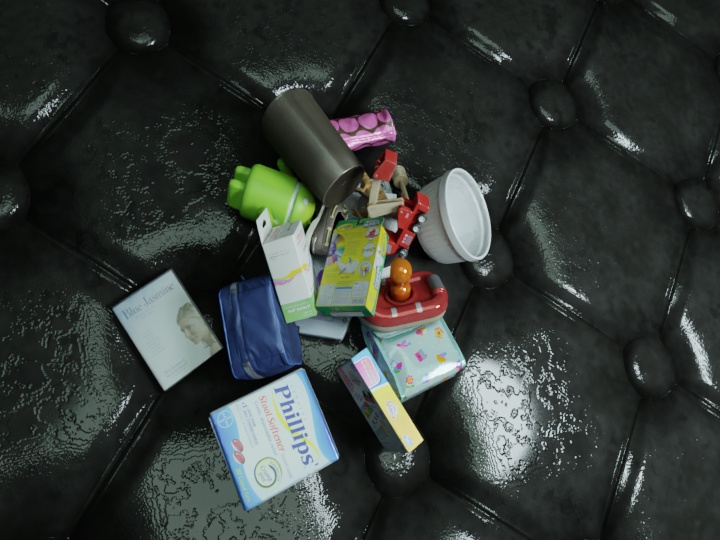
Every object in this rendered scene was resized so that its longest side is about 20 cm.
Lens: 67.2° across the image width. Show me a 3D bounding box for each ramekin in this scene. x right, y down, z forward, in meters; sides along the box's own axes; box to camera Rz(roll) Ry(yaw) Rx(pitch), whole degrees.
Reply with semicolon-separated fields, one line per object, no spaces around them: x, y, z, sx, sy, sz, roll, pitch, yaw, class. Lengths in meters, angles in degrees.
0.201;-0.112;1.211;0.197;0.103;0.208;22;60;-45;ramekin

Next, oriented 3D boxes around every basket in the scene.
-0.091;-0.245;1.120;0.135;0.180;0.202;-40;76;2;basket

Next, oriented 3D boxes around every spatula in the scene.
0.000;0.000;1.131;0.193;0.021;0.058;-19;79;0;spatula

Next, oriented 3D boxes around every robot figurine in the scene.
-0.184;-0.151;1.159;0.193;0.117;0.180;19;49;-7;robot figurine

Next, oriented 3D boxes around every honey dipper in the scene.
0.100;-0.170;1.220;0.036;0.039;0.203;4;39;-12;honey dipper

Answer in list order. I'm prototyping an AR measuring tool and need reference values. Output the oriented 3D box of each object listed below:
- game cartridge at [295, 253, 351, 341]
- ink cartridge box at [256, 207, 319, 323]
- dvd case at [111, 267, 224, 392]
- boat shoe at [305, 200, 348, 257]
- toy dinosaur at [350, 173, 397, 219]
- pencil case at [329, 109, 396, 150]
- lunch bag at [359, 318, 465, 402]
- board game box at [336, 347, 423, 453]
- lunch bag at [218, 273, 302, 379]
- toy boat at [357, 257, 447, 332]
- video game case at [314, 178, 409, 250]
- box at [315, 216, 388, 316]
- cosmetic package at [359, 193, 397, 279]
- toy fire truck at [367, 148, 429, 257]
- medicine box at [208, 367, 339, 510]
-0.070;0.041;1.159;0.128;0.041;0.208;8;77;4;game cartridge
-0.135;-0.020;1.050;0.065;0.118;0.207;-13;108;5;ink cartridge box
-0.385;0.116;1.088;0.141;0.018;0.203;-35;85;-19;dvd case
-0.059;-0.113;1.162;0.057;0.073;0.204;15;54;12;boat shoe
0.039;-0.147;1.166;0.200;0.060;0.106;46;66;1;toy dinosaur
-0.010;-0.316;1.261;0.194;0.093;0.094;-18;111;-16;pencil case
0.102;0.153;1.144;0.165;0.123;0.205;-20;73;-17;lunch bag
0.033;0.263;1.078;0.040;0.153;0.204;-30;83;-20;board game box
-0.204;0.106;1.061;0.128;0.136;0.207;-16;76;6;lunch bag
0.077;0.035;1.086;0.192;0.135;0.132;-12;36;-7;toy boat
-0.002;-0.111;1.243;0.193;0.022;0.189;-14;78;-18;video game case
-0.013;-0.011;1.062;0.113;0.049;0.206;-2;60;26;box
0.040;-0.068;1.202;0.079;0.051;0.208;4;74;-13;cosmetic package
0.065;-0.126;1.099;0.137;0.203;0.049;21;35;-10;toy fire truck
-0.166;0.318;1.040;0.195;0.103;0.187;-23;81;-18;medicine box
